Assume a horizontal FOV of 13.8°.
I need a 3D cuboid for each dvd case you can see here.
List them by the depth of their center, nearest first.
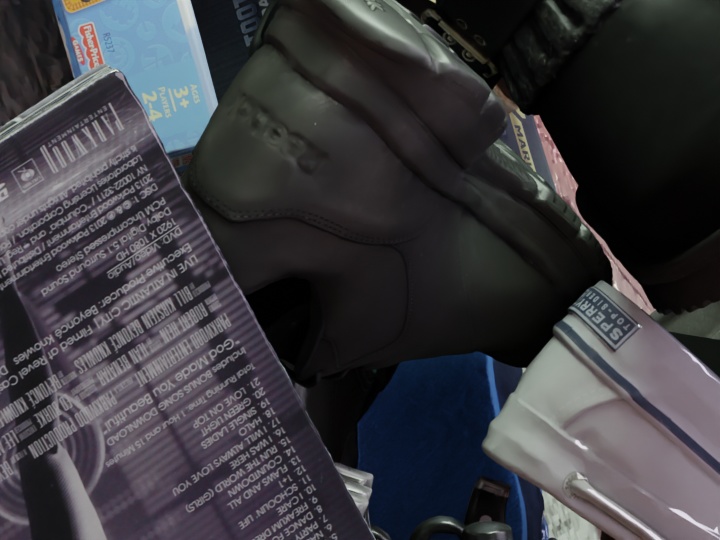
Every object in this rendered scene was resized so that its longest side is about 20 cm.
[{"bbox_3d":[-0.070,0.076,0.678,0.148,0.016,0.201,-34,109,-18],"label":"dvd case"}]

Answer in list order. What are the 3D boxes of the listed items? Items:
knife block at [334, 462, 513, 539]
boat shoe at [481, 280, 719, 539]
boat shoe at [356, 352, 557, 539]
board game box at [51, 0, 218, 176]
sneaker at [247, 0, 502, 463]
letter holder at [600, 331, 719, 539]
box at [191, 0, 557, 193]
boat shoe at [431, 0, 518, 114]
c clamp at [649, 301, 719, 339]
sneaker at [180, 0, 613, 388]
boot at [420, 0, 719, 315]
[{"bbox_3d":[0.013,0.157,0.772,0.176,0.064,0.201,83,7,-52],"label":"knife block"},{"bbox_3d":[0.108,0.084,0.836,0.200,0.065,0.074,43,0,-25],"label":"boat shoe"},{"bbox_3d":[0.038,0.085,0.939,0.069,0.084,0.201,55,31,-38],"label":"boat shoe"},{"bbox_3d":[-0.078,-0.120,0.814,0.151,0.036,0.201,133,-58,-86],"label":"board game box"},{"bbox_3d":[0.000,0.000,0.870,0.079,0.075,0.201,18,65,-18],"label":"sneaker"},{"bbox_3d":[0.123,0.141,0.985,0.200,0.100,0.143,-77,175,-52],"label":"letter holder"},{"bbox_3d":[-0.004,-0.096,1.012,0.158,0.051,0.201,-4,76,-64],"label":"box"},{"bbox_3d":[0.070,-0.119,1.036,0.072,0.072,0.200,61,24,-21],"label":"boat shoe"},{"bbox_3d":[0.162,0.064,1.086,0.027,0.171,0.201,2,55,-60],"label":"c clamp"},{"bbox_3d":[0.002,-0.009,0.775,0.076,0.091,0.200,39,-2,29],"label":"sneaker"},{"bbox_3d":[0.063,-0.075,0.813,0.158,0.079,0.211,56,-7,-11],"label":"boot"}]
